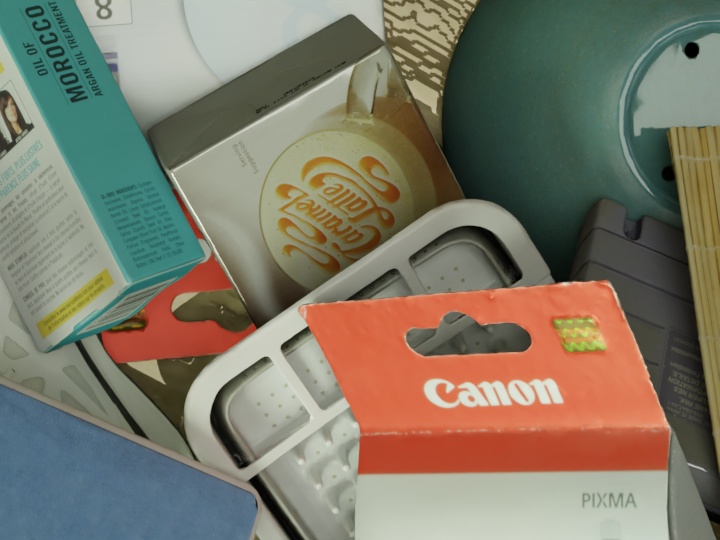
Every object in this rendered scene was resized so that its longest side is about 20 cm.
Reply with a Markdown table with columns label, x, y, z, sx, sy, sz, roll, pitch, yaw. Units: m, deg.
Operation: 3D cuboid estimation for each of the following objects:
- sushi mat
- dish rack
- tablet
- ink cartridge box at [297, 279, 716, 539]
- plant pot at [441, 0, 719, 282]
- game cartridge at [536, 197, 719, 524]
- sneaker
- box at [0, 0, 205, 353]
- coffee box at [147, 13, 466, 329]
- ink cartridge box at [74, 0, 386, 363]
| label | x | y | z | sx | sy | sz | roll | pitch | yaw |
| --- | --- | --- | --- | --- | --- | --- | --- | --- | --- |
| sushi mat | 0.183 | 0.030 | 0.901 | 0.095 | 0.012 | 0.201 | 4 | 64 | -16 |
| dish rack | 0.031 | 0.078 | 0.966 | 0.171 | 0.044 | 0.200 | -34 | 111 | -1 |
| tablet | -0.135 | 0.115 | 0.864 | 0.199 | 0.014 | 0.131 | 27 | 68 | -30 |
| ink cartridge box | 0.062 | 0.104 | 0.880 | 0.050 | 0.162 | 0.201 | -49 | 123 | -42 |
| plant pot | 0.148 | -0.071 | 1.014 | 0.199 | 0.135 | 0.201 | 0 | 93 | -8 |
| game cartridge | 0.177 | 0.058 | 0.925 | 0.199 | 0.038 | 0.130 | 23 | 52 | -6 |
| sneaker | -0.163 | 0.061 | 0.980 | 0.076 | 0.115 | 0.201 | -37 | 100 | 30 |
| box | -0.152 | -0.071 | 0.973 | 0.049 | 0.082 | 0.201 | -21 | 81 | -45 |
| coffee box | 0.000 | 0.000 | 1.001 | 0.114 | 0.080 | 0.201 | -29 | 111 | -3 |
| ink cartridge box | -0.065 | -0.060 | 1.028 | 0.159 | 0.047 | 0.201 | -5 | 92 | -8 |
